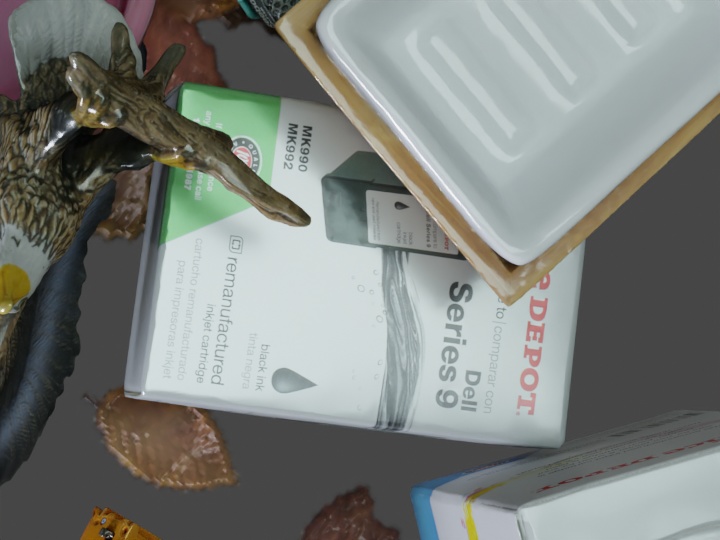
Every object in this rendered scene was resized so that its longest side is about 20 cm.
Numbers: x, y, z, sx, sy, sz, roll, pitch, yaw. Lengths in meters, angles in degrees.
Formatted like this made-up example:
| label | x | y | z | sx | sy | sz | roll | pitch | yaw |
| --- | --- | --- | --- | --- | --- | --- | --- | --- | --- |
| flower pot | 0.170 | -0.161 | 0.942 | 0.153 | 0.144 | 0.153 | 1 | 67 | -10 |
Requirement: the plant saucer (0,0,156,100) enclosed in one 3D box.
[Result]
| label | x | y | z | sx | sy | sz | roll | pitch | yaw |
| --- | --- | --- | --- | --- | --- | --- | --- | --- | --- |
| plant saucer | -0.191 | -0.138 | 1.038 | 0.200 | 0.051 | 0.201 | 2 | 73 | -8 |

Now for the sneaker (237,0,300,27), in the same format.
| label | x | y | z | sx | sy | sz | roll | pitch | yaw |
| --- | --- | --- | --- | --- | --- | --- | --- | --- | --- |
| sneaker | -0.046 | -0.156 | 1.031 | 0.200 | 0.077 | 0.092 | 8 | 72 | -40 |

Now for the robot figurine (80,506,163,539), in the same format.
| label | x | y | z | sx | sy | sz | roll | pitch | yaw |
| --- | --- | --- | --- | --- | --- | --- | --- | --- | --- |
| robot figurine | -0.126 | 0.216 | 1.031 | 0.145 | 0.058 | 0.200 | 36 | 79 | -35 |

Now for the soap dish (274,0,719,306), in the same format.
| label | x | y | z | sx | sy | sz | roll | pitch | yaw |
| --- | --- | --- | --- | --- | --- | --- | --- | --- | --- |
| soap dish | 0.081 | -0.107 | 1.009 | 0.200 | 0.081 | 0.157 | -42 | 96 | -13 |

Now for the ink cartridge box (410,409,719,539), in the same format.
| label | x | y | z | sx | sy | sz | roll | pitch | yaw |
| --- | --- | --- | --- | --- | --- | --- | --- | --- | --- |
| ink cartridge box | 0.128 | 0.150 | 1.025 | 0.146 | 0.200 | 0.147 | -15 | 90 | -11 |

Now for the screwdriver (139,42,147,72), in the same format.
| label | x | y | z | sx | sy | sz | roll | pitch | yaw |
| --- | --- | --- | --- | --- | --- | --- | --- | --- | --- |
| screwdriver | -0.197 | -0.080 | 1.068 | 0.199 | 0.028 | 0.029 | -16 | 119 | -5 |

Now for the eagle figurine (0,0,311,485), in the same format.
| label | x | y | z | sx | sy | sz | roll | pitch | yaw |
| --- | --- | --- | --- | --- | --- | --- | --- | --- | --- |
| eagle figurine | -0.150 | -0.011 | 0.953 | 0.200 | 0.151 | 0.152 | -41 | 82 | 24 |

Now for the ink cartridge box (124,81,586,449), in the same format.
| label | x | y | z | sx | sy | sz | roll | pitch | yaw |
| --- | --- | --- | --- | --- | --- | --- | --- | --- | --- |
| ink cartridge box | 0.000 | 0.000 | 1.068 | 0.199 | 0.084 | 0.147 | 7 | 86 | -11 |
